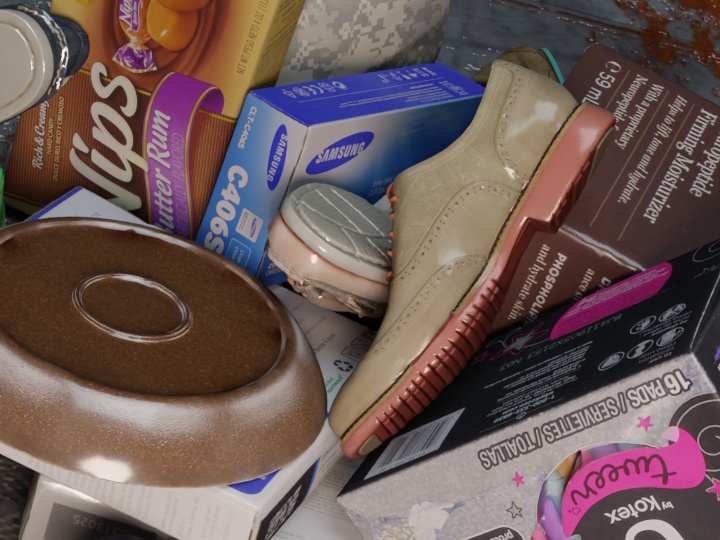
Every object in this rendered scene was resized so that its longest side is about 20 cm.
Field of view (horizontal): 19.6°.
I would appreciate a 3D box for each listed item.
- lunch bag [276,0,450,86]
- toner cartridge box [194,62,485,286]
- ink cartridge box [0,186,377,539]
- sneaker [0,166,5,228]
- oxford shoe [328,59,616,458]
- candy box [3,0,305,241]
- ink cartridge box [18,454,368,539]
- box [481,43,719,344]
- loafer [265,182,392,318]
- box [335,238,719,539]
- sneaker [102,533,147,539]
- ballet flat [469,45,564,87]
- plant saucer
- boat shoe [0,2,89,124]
[{"bbox_3d":[-0.046,-0.149,1.192,0.199,0.168,0.140,-18,54,-37],"label":"lunch bag"},{"bbox_3d":[-0.005,-0.054,1.121,0.043,0.096,0.200,30,24,24],"label":"toner cartridge box"},{"bbox_3d":[-0.100,0.045,1.003,0.199,0.047,0.198,23,28,13],"label":"ink cartridge box"},{"bbox_3d":[-0.248,-0.003,1.013,0.074,0.084,0.200,33,43,13],"label":"sneaker"},{"bbox_3d":[0.037,-0.006,0.972,0.075,0.070,0.201,34,82,10],"label":"oxford shoe"},{"bbox_3d":[-0.108,-0.099,1.085,0.116,0.201,0.057,28,33,7],"label":"candy box"},{"bbox_3d":[-0.072,0.090,1.036,0.161,0.050,0.200,17,23,-5],"label":"ink cartridge box"},{"bbox_3d":[0.156,0.020,1.100,0.199,0.165,0.166,28,41,7],"label":"box"},{"bbox_3d":[0.000,0.000,1.058,0.072,0.063,0.200,45,17,15],"label":"loafer"},{"bbox_3d":[0.113,0.088,0.957,0.115,0.199,0.132,56,34,-11],"label":"box"},{"bbox_3d":[-0.057,0.187,0.915,0.199,0.083,0.072,30,6,-19],"label":"sneaker"},{"bbox_3d":[0.115,-0.060,1.254,0.072,0.068,0.201,-18,52,-12],"label":"ballet flat"},{"bbox_3d":[-0.107,0.028,0.953,0.199,0.032,0.201,14,29,-8],"label":"plant saucer"},{"bbox_3d":[-0.230,-0.089,1.069,0.062,0.199,0.075,-24,92,-65],"label":"boat shoe"}]
